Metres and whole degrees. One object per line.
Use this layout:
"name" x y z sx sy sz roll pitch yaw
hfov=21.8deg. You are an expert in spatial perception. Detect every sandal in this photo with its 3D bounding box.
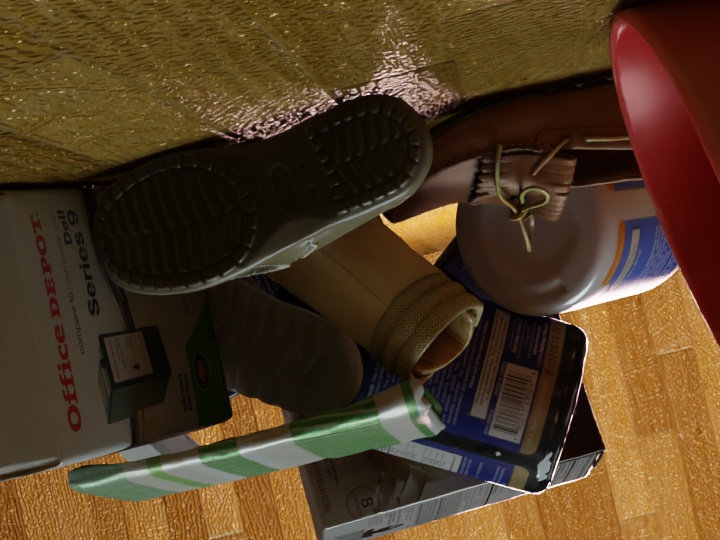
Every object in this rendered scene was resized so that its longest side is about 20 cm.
"sandal" -0.085 0.028 1.146 0.202 0.083 0.050 32 -160 16

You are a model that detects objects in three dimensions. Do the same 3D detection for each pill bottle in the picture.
"pill bottle" 0.037 0.064 1.197 0.198 0.113 0.112 16 179 2
"pill bottle" 0.155 -0.035 1.237 0.111 0.113 0.199 -15 177 32

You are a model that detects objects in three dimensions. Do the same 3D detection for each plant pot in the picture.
"plant pot" 0.230 -0.057 0.851 0.176 0.202 0.200 -22 178 1

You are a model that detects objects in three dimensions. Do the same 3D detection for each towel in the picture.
"towel" -0.053 0.098 1.065 0.198 0.024 0.153 -13 170 4

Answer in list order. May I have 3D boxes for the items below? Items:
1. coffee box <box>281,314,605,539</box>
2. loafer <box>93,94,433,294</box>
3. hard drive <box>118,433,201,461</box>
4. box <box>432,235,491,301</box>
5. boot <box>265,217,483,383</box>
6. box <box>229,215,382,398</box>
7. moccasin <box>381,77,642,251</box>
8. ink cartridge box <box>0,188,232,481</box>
"coffee box" 0.053 0.107 1.286 0.198 0.115 0.080 -15 161 -8
"loafer" -0.047 -0.034 0.976 0.198 0.077 0.067 -14 171 22
"hard drive" -0.188 0.063 1.208 0.027 0.200 0.132 -49 -172 -15
"box" 0.085 -0.002 1.388 0.158 0.051 0.200 -51 180 -29
"boot" 0.000 0.000 1.103 0.073 0.155 0.200 -53 172 1
"box" -0.074 0.023 1.321 0.199 0.105 0.148 -27 179 -6
"moccasin" 0.107 -0.060 1.094 0.199 0.078 0.074 -13 161 -17
"ink cartridge box" -0.162 0.033 1.037 0.083 0.148 0.200 -14 178 22
